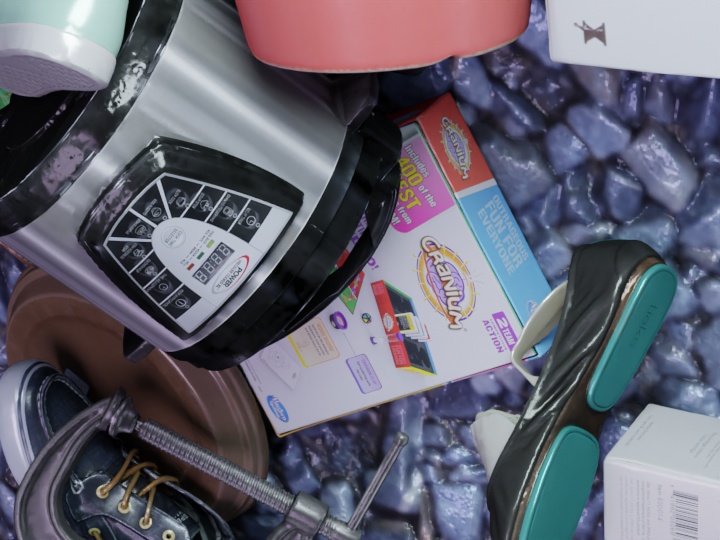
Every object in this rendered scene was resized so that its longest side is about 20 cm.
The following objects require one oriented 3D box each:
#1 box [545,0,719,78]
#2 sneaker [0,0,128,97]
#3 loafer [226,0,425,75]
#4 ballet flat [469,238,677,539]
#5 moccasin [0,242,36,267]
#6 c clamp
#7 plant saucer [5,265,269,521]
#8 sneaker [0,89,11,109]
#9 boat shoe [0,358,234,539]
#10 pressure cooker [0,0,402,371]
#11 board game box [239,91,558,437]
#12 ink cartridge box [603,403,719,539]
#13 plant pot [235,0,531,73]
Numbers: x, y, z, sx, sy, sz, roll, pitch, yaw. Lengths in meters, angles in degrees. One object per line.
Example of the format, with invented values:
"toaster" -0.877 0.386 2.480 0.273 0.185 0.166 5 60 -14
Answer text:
"box" 0.193 -0.201 1.414 0.199 0.131 0.200 8 121 28
"sneaker" -0.162 -0.154 1.519 0.074 0.119 0.200 26 170 -33
"loafer" -0.038 -0.161 1.633 0.199 0.073 0.073 17 85 31
"ballet flat" 0.105 0.075 1.620 0.068 0.201 0.068 20 170 34
"moccasin" -0.265 -0.056 1.806 0.201 0.074 0.078 30 104 13
"c clamp" -0.095 0.134 1.751 0.199 0.027 0.172 22 99 -2
"plant saucer" -0.142 0.078 1.819 0.199 0.029 0.201 26 139 25
"sneaker" -0.201 -0.134 1.714 0.074 0.083 0.200 47 144 10
"boat shoe" -0.137 0.135 1.796 0.091 0.071 0.201 -10 118 35
"pressure cooker" -0.082 -0.048 1.583 0.200 0.179 0.176 36 156 -22
"board game box" 0.000 0.000 1.706 0.199 0.040 0.154 -18 106 37
"ink cartridge box" 0.235 0.155 1.632 0.199 0.067 0.118 12 121 27
"plant pot" 0.006 -0.199 1.469 0.199 0.200 0.178 5 110 29
